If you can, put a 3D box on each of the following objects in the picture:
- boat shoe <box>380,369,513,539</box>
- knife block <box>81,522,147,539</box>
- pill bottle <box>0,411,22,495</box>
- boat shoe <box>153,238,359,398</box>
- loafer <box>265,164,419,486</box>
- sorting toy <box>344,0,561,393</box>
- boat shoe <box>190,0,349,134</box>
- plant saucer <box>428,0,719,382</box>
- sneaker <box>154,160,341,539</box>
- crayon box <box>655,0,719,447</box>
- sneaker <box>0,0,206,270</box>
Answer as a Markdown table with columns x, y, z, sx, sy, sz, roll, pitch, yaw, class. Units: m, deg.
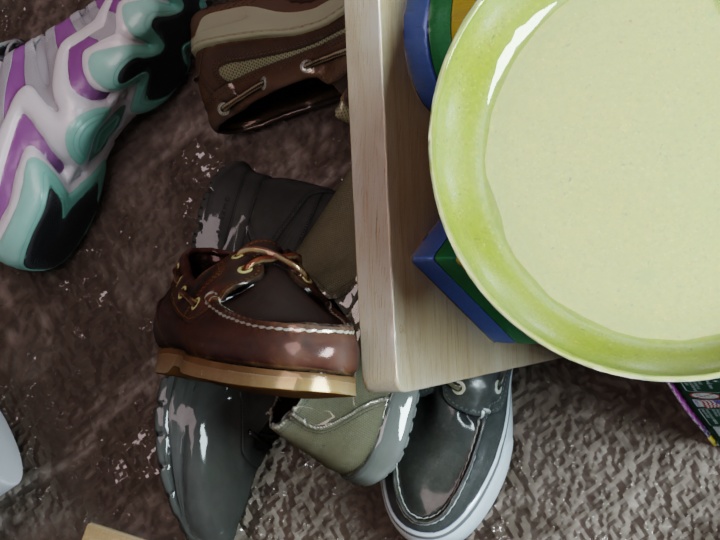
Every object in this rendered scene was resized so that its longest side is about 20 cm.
| x | y | z | sx | sy | sz | roll | pitch | yaw | class |
| --- | --- | --- | --- | --- | --- | --- | --- | --- | --- |
| 0.048 | 0.036 | 1.132 | 0.068 | 0.057 | 0.202 | 10 | 79 | 20 | boat shoe |
| -0.025 | 0.181 | 1.116 | 0.175 | 0.064 | 0.201 | -30 | 69 | 8 | knife block |
| -0.279 | 0.130 | 1.185 | 0.199 | 0.112 | 0.113 | -32 | 69 | 8 | pill bottle |
| -0.051 | 0.020 | 1.031 | 0.070 | 0.200 | 0.071 | 10 | 88 | -23 | boat shoe |
| 0.000 | 0.000 | 1.103 | 0.069 | 0.075 | 0.202 | 15 | 75 | -22 | loafer |
| 0.076 | -0.054 | 1.038 | 0.069 | 0.198 | 0.202 | -1 | 94 | 32 | sorting toy |
| 0.004 | -0.109 | 1.175 | 0.201 | 0.075 | 0.076 | -8 | 79 | 32 | boat shoe |
| 0.127 | -0.051 | 0.921 | 0.198 | 0.031 | 0.202 | -2 | 75 | 9 | plant saucer |
| -0.049 | 0.045 | 1.156 | 0.090 | 0.076 | 0.202 | 8 | 81 | 13 | sneaker |
| 0.175 | -0.021 | 1.027 | 0.058 | 0.200 | 0.174 | 0 | 76 | 16 | crayon box |
| -0.178 | -0.115 | 1.234 | 0.139 | 0.078 | 0.201 | 32 | 87 | 22 | sneaker |
